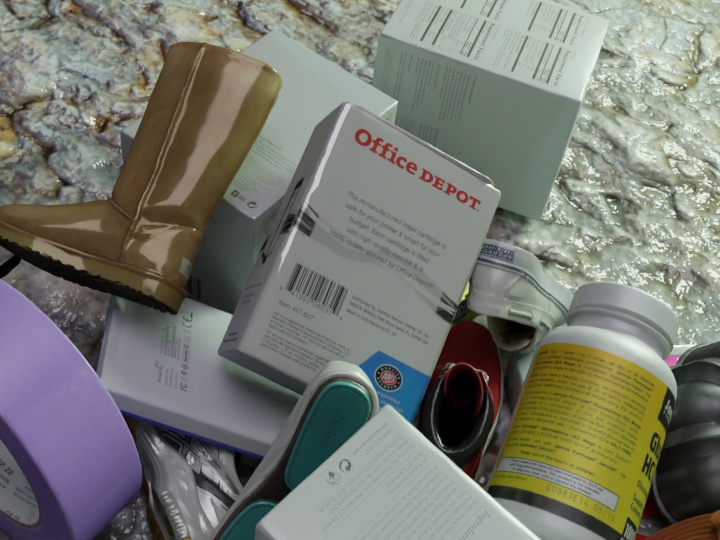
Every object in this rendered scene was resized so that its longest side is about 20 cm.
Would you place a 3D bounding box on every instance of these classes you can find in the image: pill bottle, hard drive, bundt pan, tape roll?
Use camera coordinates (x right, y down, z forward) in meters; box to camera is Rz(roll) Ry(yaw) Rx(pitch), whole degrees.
[{"bbox_3d":[0.170,0.117,0.751,0.111,0.113,0.203,21,70,10],"label":"pill bottle"},{"bbox_3d":[-0.103,0.082,0.778,0.197,0.026,0.133,22,31,-20],"label":"hard drive"},{"bbox_3d":[0.327,0.140,0.790,0.197,0.076,0.206,4,68,-9],"label":"bundt pan"},{"bbox_3d":[-0.241,0.100,0.686,0.198,0.202,0.066,34,52,20],"label":"tape roll"}]

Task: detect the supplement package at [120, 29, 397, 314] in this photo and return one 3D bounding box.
[{"bbox_3d":[-0.089,-0.082,0.906,0.150,0.152,0.200,32,52,20],"label":"supplement package"}]

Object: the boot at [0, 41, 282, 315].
[{"bbox_3d":[-0.172,-0.084,0.771,0.172,0.066,0.203,19,73,4],"label":"boot"}]

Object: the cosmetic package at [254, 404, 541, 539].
[{"bbox_3d":[0.037,0.233,0.616,0.199,0.202,0.122,37,52,23],"label":"cosmetic package"}]

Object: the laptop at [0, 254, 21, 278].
[{"bbox_3d":[-0.392,0.021,0.795,0.177,0.199,0.104,-44,104,-36],"label":"laptop"}]

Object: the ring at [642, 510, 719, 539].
[{"bbox_3d":[0.211,0.229,0.670,0.019,0.199,0.201,52,52,-11],"label":"ring"}]

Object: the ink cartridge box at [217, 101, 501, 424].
[{"bbox_3d":[0.000,0.000,0.765,0.144,0.084,0.203,27,76,-15],"label":"ink cartridge box"}]

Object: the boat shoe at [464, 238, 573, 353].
[{"bbox_3d":[0.131,0.033,0.847,0.070,0.200,0.071,15,82,22],"label":"boat shoe"}]

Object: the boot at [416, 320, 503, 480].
[{"bbox_3d":[0.083,0.089,0.789,0.071,0.146,0.202,14,46,6],"label":"boot"}]

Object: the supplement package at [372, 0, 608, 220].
[{"bbox_3d":[0.124,-0.183,1.019,0.196,0.153,0.152,20,48,9],"label":"supplement package"}]

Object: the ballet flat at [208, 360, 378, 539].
[{"bbox_3d":[-0.049,0.149,0.692,0.069,0.202,0.070,29,11,-6],"label":"ballet flat"}]

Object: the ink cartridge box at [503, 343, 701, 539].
[{"bbox_3d":[0.232,0.145,0.834,0.195,0.044,0.176,-1,48,-11],"label":"ink cartridge box"}]

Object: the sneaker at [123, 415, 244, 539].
[{"bbox_3d":[-0.135,0.133,0.770,0.086,0.076,0.202,-15,62,-30],"label":"sneaker"}]

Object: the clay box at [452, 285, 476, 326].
[{"bbox_3d":[0.044,0.008,0.912,0.198,0.048,0.115,-30,60,-35],"label":"clay box"}]
